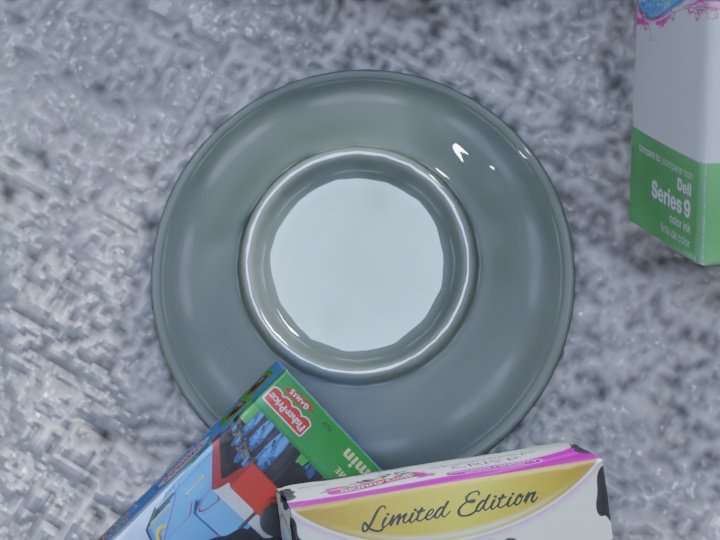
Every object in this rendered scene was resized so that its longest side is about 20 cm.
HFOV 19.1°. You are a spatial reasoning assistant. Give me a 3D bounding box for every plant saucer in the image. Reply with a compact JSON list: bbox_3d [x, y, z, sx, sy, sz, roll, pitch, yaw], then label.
[{"bbox_3d":[0.000,0.000,0.982,0.199,0.050,0.201,0,79,2],"label":"plant saucer"}]

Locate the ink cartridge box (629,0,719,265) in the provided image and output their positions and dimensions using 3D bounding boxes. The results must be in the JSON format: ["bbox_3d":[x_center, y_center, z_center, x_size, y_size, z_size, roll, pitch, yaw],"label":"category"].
[{"bbox_3d":[0.198,-0.112,0.919,0.145,0.088,0.201,-4,105,-13],"label":"ink cartridge box"}]

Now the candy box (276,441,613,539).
[{"bbox_3d":[0.045,0.183,0.909,0.136,0.061,0.201,-9,93,-8],"label":"candy box"}]

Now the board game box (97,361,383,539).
[{"bbox_3d":[-0.055,0.164,0.941,0.200,0.037,0.151,-44,99,-4],"label":"board game box"}]
